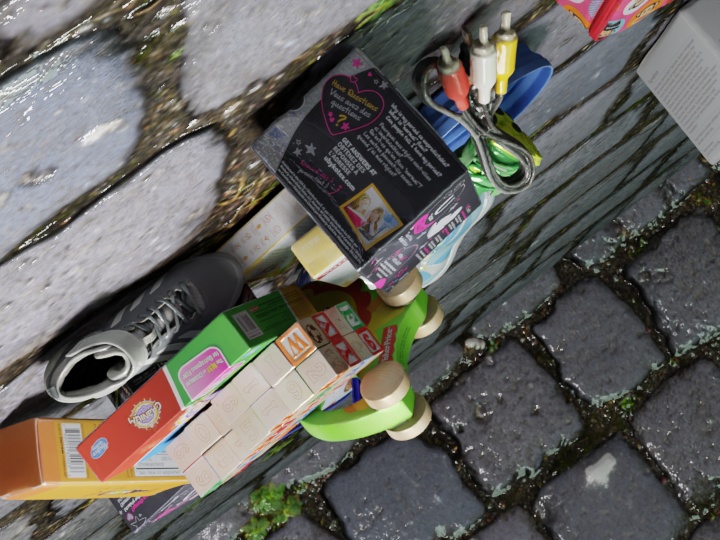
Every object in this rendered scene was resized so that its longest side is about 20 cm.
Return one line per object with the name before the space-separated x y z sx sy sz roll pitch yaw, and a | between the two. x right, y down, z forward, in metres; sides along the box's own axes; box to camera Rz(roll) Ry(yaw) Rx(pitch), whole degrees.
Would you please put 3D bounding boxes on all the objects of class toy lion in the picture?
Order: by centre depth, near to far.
toy lion | -0.021 0.082 1.634 0.190 0.069 0.201 -15 -138 24

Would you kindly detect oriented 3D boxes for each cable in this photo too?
cable | 0.106 -0.132 1.481 0.096 0.050 0.201 -28 129 -11

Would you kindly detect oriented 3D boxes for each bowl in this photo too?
bowl | 0.102 -0.151 1.673 0.200 0.039 0.201 -38 171 -7

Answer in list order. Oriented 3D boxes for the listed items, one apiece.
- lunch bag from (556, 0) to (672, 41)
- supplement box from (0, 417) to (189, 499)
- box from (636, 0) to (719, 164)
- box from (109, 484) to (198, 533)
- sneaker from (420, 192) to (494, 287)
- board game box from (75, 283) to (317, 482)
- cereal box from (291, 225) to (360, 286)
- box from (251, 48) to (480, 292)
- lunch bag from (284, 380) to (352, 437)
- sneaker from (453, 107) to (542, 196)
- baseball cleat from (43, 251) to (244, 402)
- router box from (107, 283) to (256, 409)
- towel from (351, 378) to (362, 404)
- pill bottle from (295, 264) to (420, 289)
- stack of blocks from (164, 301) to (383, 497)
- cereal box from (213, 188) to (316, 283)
lunch bag | 0.269 -0.304 1.468 0.199 0.082 0.176 -36 167 -24
supplement box | -0.248 0.178 1.591 0.066 0.070 0.199 -20 161 35
box | 0.504 -0.284 2.194 0.198 0.172 0.200 -35 172 -17
box | -0.203 0.198 1.957 0.132 0.115 0.199 -43 169 30
sneaker | 0.067 -0.036 1.999 0.130 0.079 0.201 -31 159 -50
board game box | -0.143 0.099 1.507 0.200 0.040 0.153 -42 172 23
cereal box | 0.017 -0.045 1.543 0.143 0.040 0.200 -38 173 4
box | 0.010 -0.076 1.328 0.115 0.132 0.200 -42 171 1
lunch bag | -0.076 0.127 2.111 0.169 0.125 0.199 -31 -179 -39
sneaker | 0.127 -0.104 1.636 0.083 0.074 0.200 -42 171 2
baseball cleat | -0.176 0.055 1.430 0.199 0.070 0.106 -37 -168 -10
router box | -0.175 0.080 1.641 0.149 0.062 0.200 -35 171 -15
towel | 0.011 0.068 1.989 0.049 0.203 0.148 -1 173 3
pill bottle | 0.000 0.000 1.785 0.111 0.111 0.200 -34 170 -25
stack of blocks | -0.084 0.119 1.523 0.200 0.059 0.115 -42 172 23
cereal box | -0.035 -0.066 1.540 0.200 0.040 0.144 -42 172 16
